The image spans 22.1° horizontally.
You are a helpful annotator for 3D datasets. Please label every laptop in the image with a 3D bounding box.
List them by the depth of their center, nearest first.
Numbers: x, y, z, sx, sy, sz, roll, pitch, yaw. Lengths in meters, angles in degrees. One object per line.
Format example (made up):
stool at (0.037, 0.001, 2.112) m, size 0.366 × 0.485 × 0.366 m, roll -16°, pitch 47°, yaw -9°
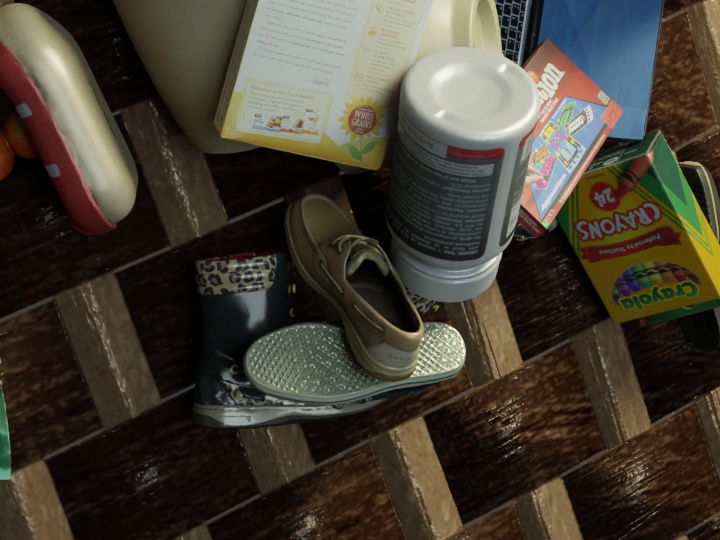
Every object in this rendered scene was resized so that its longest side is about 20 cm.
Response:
laptop at (0.173, -0.233, 1.752) m, size 0.199 × 0.116 × 0.188 m, roll 11°, pitch 86°, yaw -37°

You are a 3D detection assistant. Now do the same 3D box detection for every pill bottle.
pill bottle at (0.080, -0.075, 1.537) m, size 0.114 × 0.114 × 0.200 m, roll -25°, pitch 144°, yaw -27°

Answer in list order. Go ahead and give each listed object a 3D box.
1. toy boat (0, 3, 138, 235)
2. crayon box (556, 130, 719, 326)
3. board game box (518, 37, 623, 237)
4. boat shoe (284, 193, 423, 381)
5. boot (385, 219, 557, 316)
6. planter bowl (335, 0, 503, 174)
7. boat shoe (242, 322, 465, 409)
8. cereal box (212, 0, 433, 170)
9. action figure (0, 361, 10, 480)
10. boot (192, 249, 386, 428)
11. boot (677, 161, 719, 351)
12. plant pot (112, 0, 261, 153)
toy boat at (-0.273, -0.114, 1.509) m, size 0.130 × 0.131 × 0.201 m, roll -24°, pitch 106°, yaw 2°
crayon box at (0.280, -0.027, 1.815) m, size 0.200 × 0.127 × 0.051 m, roll 58°, pitch 39°, yaw -18°
board game box at (0.165, -0.124, 1.675) m, size 0.103 × 0.019 × 0.200 m, roll 42°, pitch 46°, yaw -5°
boat shoe at (0.000, 0.000, 1.573) m, size 0.071 × 0.065 × 0.200 m, roll -13°, pitch 54°, yaw -31°
boot at (0.100, -0.028, 1.733) m, size 0.151 × 0.200 × 0.073 m, roll -44°, pitch 75°, yaw 10°
planter bowl at (0.048, -0.188, 1.614) m, size 0.200 × 0.134 × 0.201 m, roll -3°, pitch 90°, yaw -72°
boat shoe at (-0.007, 0.083, 1.592) m, size 0.199 × 0.062 × 0.075 m, roll -5°, pitch 70°, yaw -22°
cereal box at (-0.024, -0.190, 1.486) m, size 0.143 × 0.040 × 0.201 m, roll 12°, pitch 108°, yaw -20°
action figure at (-0.332, 0.068, 1.507) m, size 0.118 × 0.055 × 0.201 m, roll 7°, pitch 85°, yaw -28°
boot at (-0.062, 0.057, 1.647) m, size 0.199 × 0.073 × 0.151 m, roll -6°, pitch 94°, yaw -27°
boot at (0.384, -0.034, 1.919) m, size 0.138 × 0.077 × 0.201 m, roll -25°, pitch 117°, yaw -32°
plant pot at (-0.119, -0.208, 1.563) m, size 0.187 × 0.187 × 0.201 m, roll -23°, pitch 116°, yaw -28°
